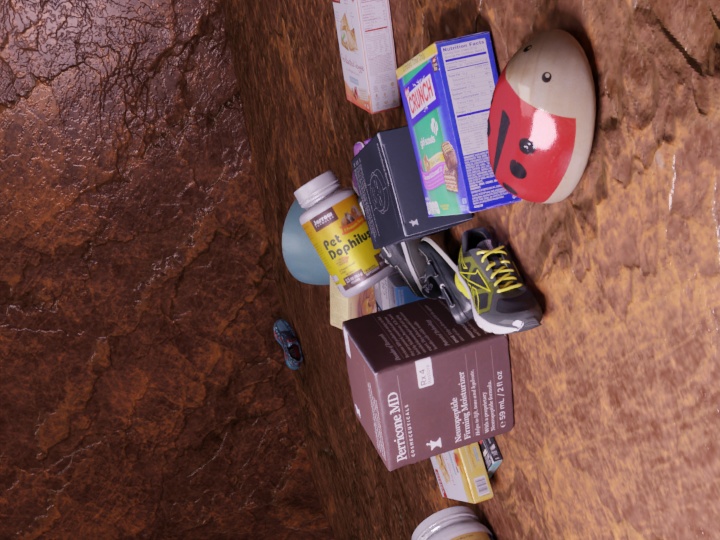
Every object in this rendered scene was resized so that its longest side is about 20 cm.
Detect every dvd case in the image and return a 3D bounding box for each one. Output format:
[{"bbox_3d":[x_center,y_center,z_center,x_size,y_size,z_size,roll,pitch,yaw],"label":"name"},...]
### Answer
[{"bbox_3d":[0.173,0.245,1.420,0.147,0.022,0.202,98,153,-59],"label":"dvd case"}]

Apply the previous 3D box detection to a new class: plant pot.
[{"bbox_3d":[-0.038,-0.061,1.689,0.134,0.200,0.202,13,123,37],"label":"plant pot"}]

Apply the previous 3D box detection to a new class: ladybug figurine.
[{"bbox_3d":[0.175,-0.145,0.868,0.201,0.071,0.137,90,160,-49],"label":"ladybug figurine"}]

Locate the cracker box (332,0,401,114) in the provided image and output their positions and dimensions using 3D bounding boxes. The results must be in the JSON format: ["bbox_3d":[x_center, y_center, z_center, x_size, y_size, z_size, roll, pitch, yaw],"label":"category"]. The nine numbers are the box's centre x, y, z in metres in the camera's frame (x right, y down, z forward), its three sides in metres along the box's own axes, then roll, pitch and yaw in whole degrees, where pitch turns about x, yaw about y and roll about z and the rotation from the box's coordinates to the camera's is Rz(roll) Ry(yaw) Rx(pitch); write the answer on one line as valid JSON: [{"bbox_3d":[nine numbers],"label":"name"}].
[{"bbox_3d":[0.007,-0.366,1.382,0.134,0.057,0.202,-132,31,-63],"label":"cracker box"}]

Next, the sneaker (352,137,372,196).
[{"bbox_3d":[0.026,-0.166,1.498,0.201,0.072,0.116,-127,31,-55],"label":"sneaker"}]

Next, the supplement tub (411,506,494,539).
[{"bbox_3d":[0.176,0.510,1.423,0.145,0.143,0.201,88,162,-44],"label":"supplement tub"}]

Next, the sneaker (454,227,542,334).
[{"bbox_3d":[0.164,0.010,1.080,0.200,0.074,0.086,-128,27,-60],"label":"sneaker"}]

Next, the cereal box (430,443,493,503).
[{"bbox_3d":[0.155,0.307,1.429,0.200,0.039,0.146,129,125,-74],"label":"cereal box"}]

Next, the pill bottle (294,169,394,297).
[{"bbox_3d":[-0.030,-0.064,1.453,0.201,0.109,0.109,60,167,-3],"label":"pill bottle"}]

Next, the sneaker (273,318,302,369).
[{"bbox_3d":[-0.260,0.266,3.227,0.202,0.079,0.096,65,156,9],"label":"sneaker"}]

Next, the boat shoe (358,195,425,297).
[{"bbox_3d":[0.060,-0.044,1.407,0.075,0.060,0.202,-20,-92,-62],"label":"boat shoe"}]

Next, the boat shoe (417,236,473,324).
[{"bbox_3d":[0.120,0.017,1.251,0.075,0.066,0.200,46,-177,-39],"label":"boat shoe"}]

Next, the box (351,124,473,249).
[{"bbox_3d":[0.070,-0.123,1.268,0.200,0.106,0.150,163,92,-78],"label":"box"}]

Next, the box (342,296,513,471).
[{"bbox_3d":[0.096,0.153,1.250,0.164,0.198,0.168,-130,28,-61],"label":"box"}]

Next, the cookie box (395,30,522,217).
[{"bbox_3d":[0.119,-0.174,1.072,0.171,0.074,0.203,-172,69,-77],"label":"cookie box"}]

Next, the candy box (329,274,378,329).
[{"bbox_3d":[0.000,0.000,1.602,0.055,0.115,0.203,18,117,42],"label":"candy box"}]

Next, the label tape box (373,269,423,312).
[{"bbox_3d":[0.082,0.067,1.521,0.200,0.065,0.145,-123,22,-59],"label":"label tape box"}]
